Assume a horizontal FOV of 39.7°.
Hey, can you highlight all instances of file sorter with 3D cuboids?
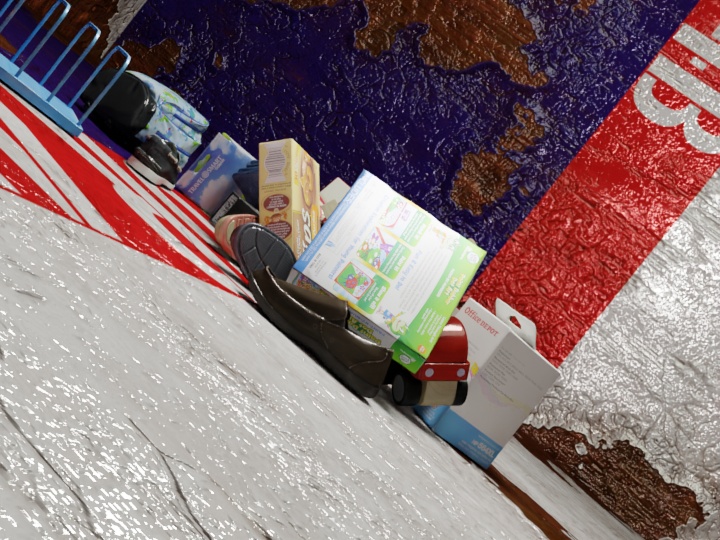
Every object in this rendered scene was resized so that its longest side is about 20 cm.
[{"bbox_3d":[-0.404,-0.287,1.243,0.199,0.123,0.139,39,1,-29],"label":"file sorter"}]

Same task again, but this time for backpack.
[{"bbox_3d":[-0.350,-0.252,1.683,0.162,0.154,0.201,32,-16,35],"label":"backpack"}]

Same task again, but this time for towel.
[{"bbox_3d":[-0.139,-0.082,1.643,0.111,0.048,0.202,7,-57,60],"label":"towel"}]

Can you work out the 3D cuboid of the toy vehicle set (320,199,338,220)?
[{"bbox_3d":[0.000,0.000,1.529,0.125,0.026,0.201,65,-2,-54],"label":"toy vehicle set"}]

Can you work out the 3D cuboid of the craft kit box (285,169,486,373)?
[{"bbox_3d":[0.036,-0.004,1.256,0.196,0.201,0.049,33,-38,4],"label":"craft kit box"}]

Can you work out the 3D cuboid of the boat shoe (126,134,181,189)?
[{"bbox_3d":[-0.300,-0.168,1.516,0.075,0.061,0.200,39,2,-9],"label":"boat shoe"}]

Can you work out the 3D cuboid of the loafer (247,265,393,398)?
[{"bbox_3d":[-0.042,0.057,1.135,0.199,0.072,0.073,40,1,2],"label":"loafer"}]

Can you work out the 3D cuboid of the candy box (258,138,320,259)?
[{"bbox_3d":[-0.097,-0.068,1.391,0.054,0.203,0.115,-5,-14,17],"label":"candy box"}]

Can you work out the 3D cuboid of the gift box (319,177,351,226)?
[{"bbox_3d":[-0.040,-0.027,1.785,0.184,0.200,0.188,36,-17,42],"label":"gift box"}]

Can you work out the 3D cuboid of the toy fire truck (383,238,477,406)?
[{"bbox_3d":[0.098,0.063,1.345,0.127,0.203,0.176,3,18,-23],"label":"toy fire truck"}]

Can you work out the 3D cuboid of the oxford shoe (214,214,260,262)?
[{"bbox_3d":[-0.166,-0.039,1.394,0.073,0.072,0.200,13,-7,18],"label":"oxford shoe"}]

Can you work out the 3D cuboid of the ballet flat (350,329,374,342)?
[{"bbox_3d":[0.005,0.094,1.305,0.067,0.069,0.200,13,12,-6],"label":"ballet flat"}]

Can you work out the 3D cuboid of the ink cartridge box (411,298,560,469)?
[{"bbox_3d":[0.176,0.150,1.427,0.125,0.201,0.129,38,2,-29],"label":"ink cartridge box"}]

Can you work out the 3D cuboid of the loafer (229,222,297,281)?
[{"bbox_3d":[-0.102,0.016,1.259,0.063,0.072,0.200,9,-32,53],"label":"loafer"}]

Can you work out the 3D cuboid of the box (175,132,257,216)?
[{"bbox_3d":[-0.212,-0.139,1.703,0.200,0.122,0.048,39,5,-35],"label":"box"}]

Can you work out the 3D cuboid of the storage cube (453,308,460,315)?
[{"bbox_3d":[0.268,0.195,3.147,0.199,0.171,0.180,40,2,-15],"label":"storage cube"}]

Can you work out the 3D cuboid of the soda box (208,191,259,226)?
[{"bbox_3d":[-0.144,-0.037,1.547,0.200,0.064,0.071,42,2,32],"label":"soda box"}]
